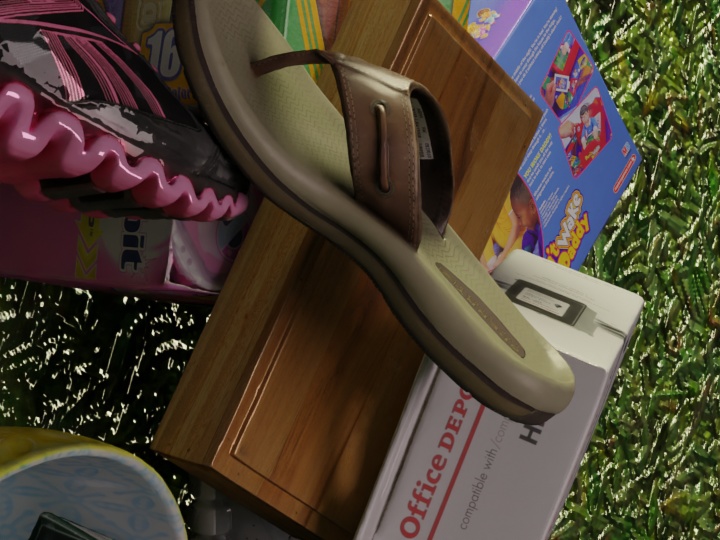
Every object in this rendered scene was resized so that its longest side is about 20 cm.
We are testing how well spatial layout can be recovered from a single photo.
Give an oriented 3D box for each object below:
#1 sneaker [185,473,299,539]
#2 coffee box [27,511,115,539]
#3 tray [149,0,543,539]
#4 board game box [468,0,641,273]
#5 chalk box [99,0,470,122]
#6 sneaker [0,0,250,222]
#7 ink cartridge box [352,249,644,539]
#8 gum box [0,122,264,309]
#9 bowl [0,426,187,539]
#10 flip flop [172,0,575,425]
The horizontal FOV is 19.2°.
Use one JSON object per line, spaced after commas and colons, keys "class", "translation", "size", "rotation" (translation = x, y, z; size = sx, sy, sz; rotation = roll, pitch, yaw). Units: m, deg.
{"class": "sneaker", "translation": [-0.017, 0.123, 0.910], "size": [0.075, 0.115, 0.201], "rotation": [-48, 150, -72]}
{"class": "coffee box", "translation": [-0.074, 0.168, 0.766], "size": [0.123, 0.044, 0.200], "rotation": [-65, 150, -8]}
{"class": "tray", "translation": [0.000, 0.000, 0.829], "size": [0.099, 0.037, 0.200], "rotation": [39, 69, -48]}
{"class": "board game box", "translation": [0.061, -0.036, 1.075], "size": [0.200, 0.045, 0.135], "rotation": [-56, 132, -31]}
{"class": "chalk box", "translation": [-0.030, -0.156, 0.892], "size": [0.124, 0.124, 0.201], "rotation": [10, 86, -50]}
{"class": "sneaker", "translation": [-0.105, -0.076, 0.702], "size": [0.200, 0.079, 0.096], "rotation": [26, 71, -45]}
{"class": "ink cartridge box", "translation": [0.058, 0.068, 0.875], "size": [0.200, 0.067, 0.116], "rotation": [-37, 148, -74]}
{"class": "gum box", "translation": [-0.048, -0.017, 0.889], "size": [0.200, 0.113, 0.066], "rotation": [10, 85, -51]}
{"class": "bowl", "translation": [-0.163, 0.136, 0.754], "size": [0.200, 0.107, 0.201], "rotation": [-36, 137, -43]}
{"class": "flip flop", "translation": [0.012, -0.033, 0.742], "size": [0.200, 0.058, 0.081], "rotation": [48, 22, 0]}
